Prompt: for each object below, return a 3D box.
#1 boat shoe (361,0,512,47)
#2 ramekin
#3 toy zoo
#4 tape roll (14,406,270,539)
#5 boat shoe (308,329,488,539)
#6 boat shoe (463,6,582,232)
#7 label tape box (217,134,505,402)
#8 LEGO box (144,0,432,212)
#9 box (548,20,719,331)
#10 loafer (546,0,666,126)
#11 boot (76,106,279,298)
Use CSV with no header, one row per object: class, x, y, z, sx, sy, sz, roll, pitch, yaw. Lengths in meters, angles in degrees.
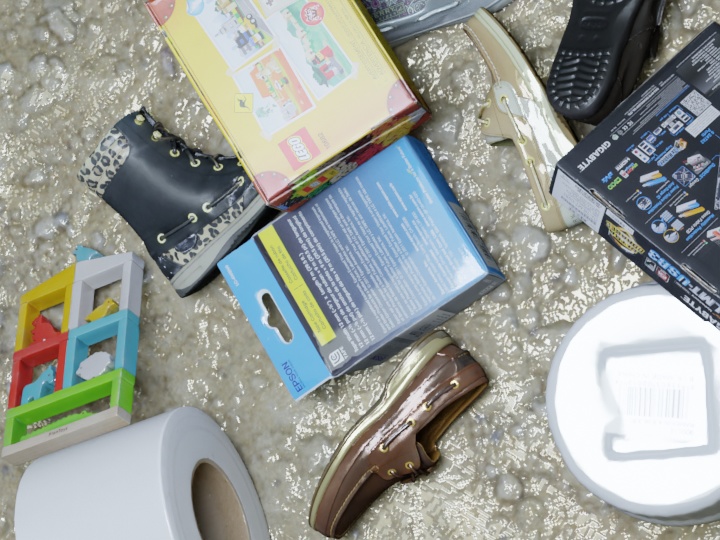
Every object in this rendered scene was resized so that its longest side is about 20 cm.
boat shoe,0.061,-0.240,1.611,0.201,0.071,0.070,-24,78,16
ramekin,0.242,0.103,1.507,0.200,0.098,0.201,-2,85,19
toy zoo,-0.250,0.063,1.676,0.131,0.020,0.200,-21,49,26
tape roll,-0.174,0.228,1.585,0.139,0.203,0.203,-21,79,17
boat shoe,0.030,0.146,1.590,0.068,0.072,0.200,37,95,20
boat shoe,0.131,-0.123,1.577,0.066,0.074,0.200,-31,76,8
label tape box,0.000,0.000,1.617,0.200,0.066,0.143,-35,75,15
LEGO box,-0.058,-0.172,1.568,0.149,0.077,0.200,-33,81,8
box,0.284,-0.070,1.484,0.198,0.050,0.200,41,67,16
loafer,0.211,-0.204,1.564,0.073,0.071,0.200,17,76,38
boot,-0.136,-0.096,1.655,0.154,0.073,0.204,44,104,6
